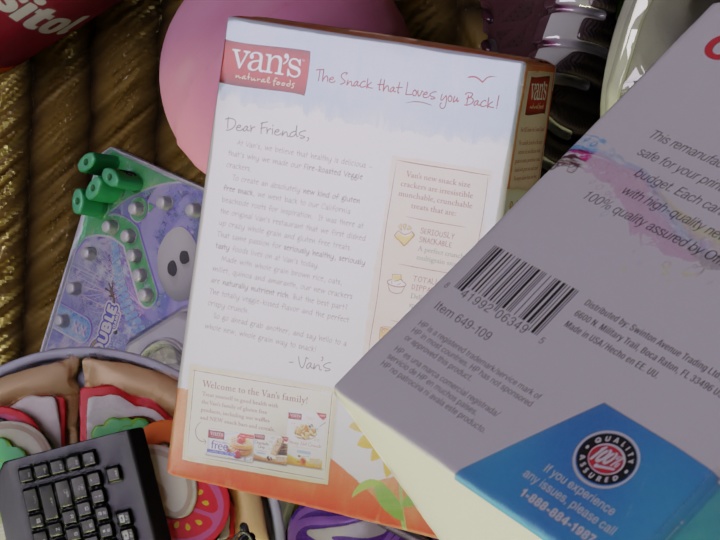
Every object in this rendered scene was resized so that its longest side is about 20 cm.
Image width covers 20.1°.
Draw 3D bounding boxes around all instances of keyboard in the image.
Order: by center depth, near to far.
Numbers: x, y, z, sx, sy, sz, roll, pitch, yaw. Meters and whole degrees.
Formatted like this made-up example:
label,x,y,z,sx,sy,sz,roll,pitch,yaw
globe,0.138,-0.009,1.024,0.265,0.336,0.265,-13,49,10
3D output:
label,x,y,z,sx,sy,sz,roll,pitch,yaw
keyboard,-0.092,0.173,0.944,0.126,0.021,0.201,-15,86,4

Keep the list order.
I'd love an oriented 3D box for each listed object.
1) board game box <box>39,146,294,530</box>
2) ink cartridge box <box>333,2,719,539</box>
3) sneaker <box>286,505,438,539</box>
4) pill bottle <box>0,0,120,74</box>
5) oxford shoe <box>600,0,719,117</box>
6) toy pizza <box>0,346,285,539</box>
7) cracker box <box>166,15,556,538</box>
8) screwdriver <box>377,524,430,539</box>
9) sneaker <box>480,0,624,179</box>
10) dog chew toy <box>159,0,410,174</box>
label,x,y,z,sx,sy,sz,roll,pitch,yaw
board game box,-0.104,0.057,1.069,0.199,0.026,0.201,24,100,37
ink cartridge box,0.129,0.041,0.691,0.200,0.146,0.147,-44,41,-13
sneaker,0.016,0.162,0.914,0.200,0.083,0.081,47,122,47
pill bottle,-0.161,-0.190,1.085,0.199,0.113,0.114,-26,70,33
oxford shoe,0.133,-0.046,0.847,0.058,0.075,0.201,18,105,39
toy pizza,-0.135,0.137,0.976,0.199,0.032,0.202,0,87,5
cracker box,0.000,0.000,0.866,0.133,0.058,0.201,11,98,19
screwdriver,0.090,0.152,0.892,0.199,0.029,0.028,22,73,30
sneaker,0.074,-0.108,0.931,0.115,0.075,0.201,17,86,44
dog chew toy,-0.008,-0.056,0.954,0.125,0.124,0.200,-45,68,25
